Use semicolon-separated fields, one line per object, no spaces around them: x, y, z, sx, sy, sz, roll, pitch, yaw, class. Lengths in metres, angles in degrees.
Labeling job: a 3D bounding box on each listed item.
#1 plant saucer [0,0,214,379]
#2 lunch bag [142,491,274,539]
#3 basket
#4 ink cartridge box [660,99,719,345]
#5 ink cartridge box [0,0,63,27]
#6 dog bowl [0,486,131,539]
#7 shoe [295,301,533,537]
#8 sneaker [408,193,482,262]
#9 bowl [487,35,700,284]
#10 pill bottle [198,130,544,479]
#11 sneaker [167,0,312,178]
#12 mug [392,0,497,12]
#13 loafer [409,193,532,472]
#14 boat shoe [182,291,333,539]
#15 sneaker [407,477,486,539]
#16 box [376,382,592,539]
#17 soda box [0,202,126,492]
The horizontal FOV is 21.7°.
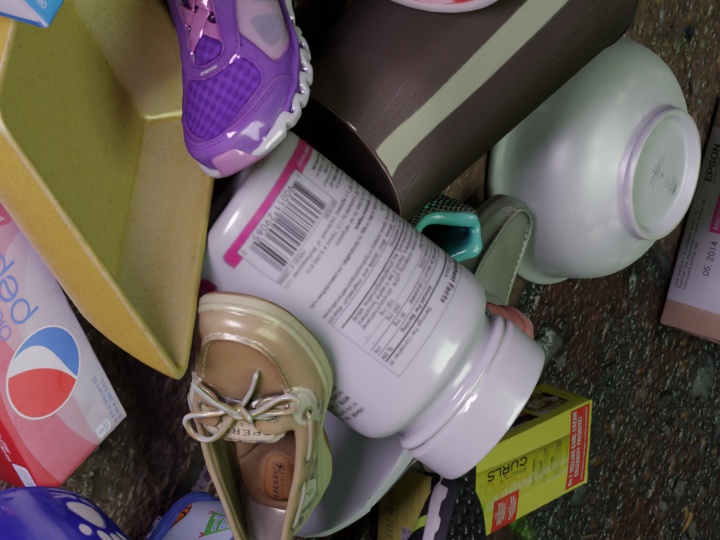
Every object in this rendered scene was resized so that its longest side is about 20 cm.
-0.137;-0.075;0.936;0.200;0.048;0.201;60;25;-43;plant saucer
-0.091;0.238;1.153;0.161;0.075;0.200;-57;141;-17;lunch bag
0.048;-0.128;1.133;0.136;0.180;0.200;47;70;-4;basket
0.346;-0.033;1.597;0.164;0.075;0.202;11;95;-51;ink cartridge box
-0.170;-0.237;0.804;0.145;0.146;0.201;43;70;-50;ink cartridge box
-0.187;0.212;0.966;0.199;0.079;0.201;-29;141;-26;dog bowl
0.029;0.096;1.207;0.200;0.072;0.091;-48;155;18;shoe
0.000;0.000;1.159;0.200;0.091;0.078;-40;131;-36;sneaker
0.185;-0.078;1.364;0.200;0.090;0.203;-23;121;-44;bowl
-0.001;0.023;1.065;0.200;0.113;0.114;38;69;-9;pill bottle
-0.076;-0.145;0.984;0.088;0.080;0.202;36;46;-45;sneaker
0.036;-0.263;1.053;0.134;0.176;0.201;108;-3;-65;mug
0.075;0.045;1.285;0.070;0.069;0.201;33;79;-53;loafer
-0.054;0.088;1.024;0.201;0.073;0.063;76;27;-49;boat shoe
0.022;0.228;1.242;0.072;0.082;0.201;45;56;-53;sneaker
0.093;0.147;1.367;0.199;0.050;0.076;-18;116;-48;box
-0.192;0.020;0.946;0.070;0.063;0.201;-48;137;-29;soda box
